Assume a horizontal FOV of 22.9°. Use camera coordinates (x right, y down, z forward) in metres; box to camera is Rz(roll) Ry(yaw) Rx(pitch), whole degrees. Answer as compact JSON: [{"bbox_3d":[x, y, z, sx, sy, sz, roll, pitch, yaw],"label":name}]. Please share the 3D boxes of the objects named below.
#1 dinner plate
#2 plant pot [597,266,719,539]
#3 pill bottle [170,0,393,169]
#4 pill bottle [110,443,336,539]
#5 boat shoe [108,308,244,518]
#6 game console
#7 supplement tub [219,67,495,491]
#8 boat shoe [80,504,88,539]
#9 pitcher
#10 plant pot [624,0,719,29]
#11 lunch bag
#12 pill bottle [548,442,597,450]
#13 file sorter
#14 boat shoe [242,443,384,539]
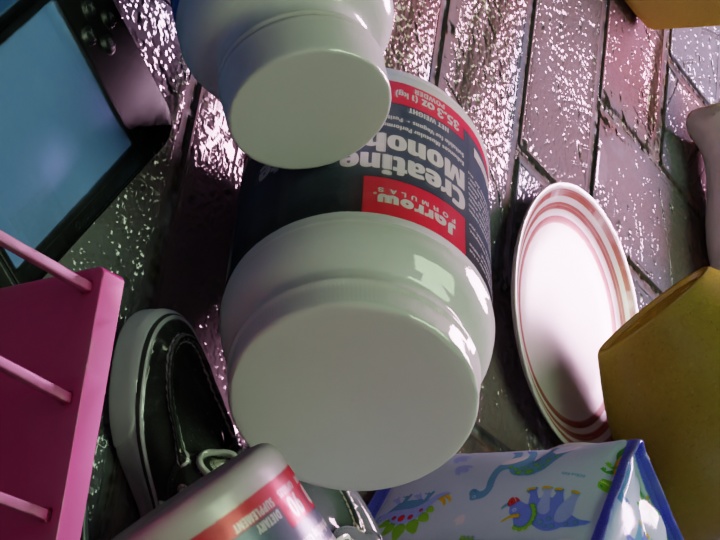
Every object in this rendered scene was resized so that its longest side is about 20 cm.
[{"bbox_3d":[0.153,0.037,1.294,0.200,0.024,0.202,19,66,-52],"label":"dinner plate"},{"bbox_3d":[0.250,0.084,1.267,0.142,0.200,0.200,51,36,1],"label":"plant pot"},{"bbox_3d":[-0.045,-0.152,0.911,0.112,0.112,0.201,38,30,-45],"label":"pill bottle"},{"bbox_3d":[-0.035,0.191,0.797,0.201,0.119,0.119,57,36,0],"label":"pill bottle"},{"bbox_3d":[-0.074,0.116,0.891,0.073,0.068,0.201,-1,82,-56],"label":"boat shoe"},{"bbox_3d":[-0.136,-0.097,0.812,0.177,0.116,0.200,63,37,-23],"label":"game console"},{"bbox_3d":[0.000,0.000,0.928,0.141,0.139,0.201,55,23,-33],"label":"supplement tub"},{"bbox_3d":[-0.138,0.143,0.720,0.075,0.061,0.202,34,47,-48],"label":"boat shoe"},{"bbox_3d":[0.358,-0.047,1.556,0.171,0.120,0.202,8,63,-71],"label":"pitcher"},{"bbox_3d":[0.292,-0.311,1.459,0.201,0.198,0.177,-66,145,-40],"label":"plant pot"},{"bbox_3d":[0.072,0.196,0.998,0.128,0.169,0.200,61,40,-28],"label":"lunch bag"},{"bbox_3d":[0.137,0.217,1.145,0.109,0.108,0.201,48,44,-39],"label":"pill bottle"},{"bbox_3d":[-0.194,0.082,0.659,0.125,0.138,0.202,33,55,-46],"label":"file sorter"},{"bbox_3d":[-0.006,0.162,0.922,0.072,0.062,0.201,-15,66,-22],"label":"boat shoe"}]
